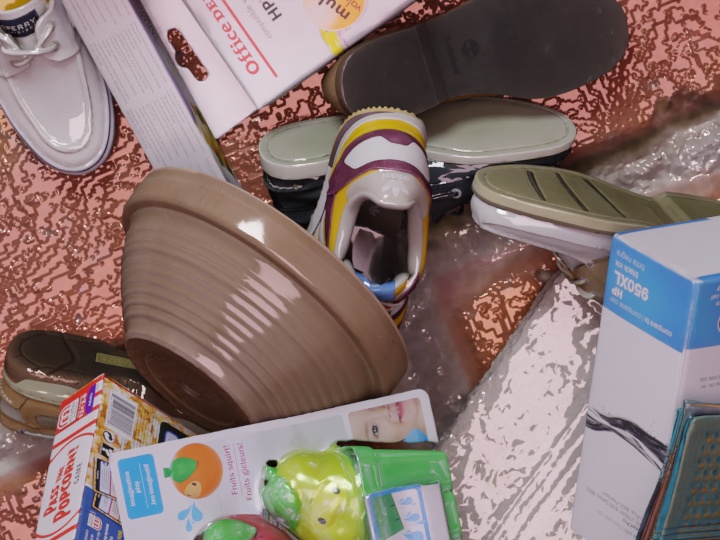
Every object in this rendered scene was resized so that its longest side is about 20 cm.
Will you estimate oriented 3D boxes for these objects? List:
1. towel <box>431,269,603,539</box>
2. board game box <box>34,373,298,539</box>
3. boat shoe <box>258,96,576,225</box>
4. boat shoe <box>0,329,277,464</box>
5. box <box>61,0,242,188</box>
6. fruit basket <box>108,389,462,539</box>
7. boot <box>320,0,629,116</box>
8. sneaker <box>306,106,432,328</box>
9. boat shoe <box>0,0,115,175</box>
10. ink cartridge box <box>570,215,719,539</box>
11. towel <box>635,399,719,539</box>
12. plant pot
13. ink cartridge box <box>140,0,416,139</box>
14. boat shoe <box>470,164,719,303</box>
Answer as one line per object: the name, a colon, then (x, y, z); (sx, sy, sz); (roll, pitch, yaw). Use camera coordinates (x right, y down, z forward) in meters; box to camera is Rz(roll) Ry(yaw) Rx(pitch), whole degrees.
towel: (0.127, 0.110, 1.755); (0.132, 0.034, 0.200); (36, 95, -1)
board game box: (-0.104, 0.177, 1.675); (0.200, 0.152, 0.046); (35, 132, -28)
boat shoe: (0.037, -0.060, 1.722); (0.198, 0.075, 0.066); (-9, 124, -9)
boat shoe: (-0.132, 0.095, 1.749); (0.199, 0.072, 0.076); (15, 122, -1)
box: (-0.128, -0.106, 1.714); (0.041, 0.039, 0.201); (-27, 105, 8)
fruit basket: (-0.034, 0.178, 1.608); (0.199, 0.094, 0.186); (-10, 88, -22)
boot: (0.069, -0.137, 1.715); (0.199, 0.075, 0.074); (-13, 97, -17)
sneaker: (0.000, 0.000, 1.666); (0.074, 0.090, 0.201); (4, 133, -4)
boat shoe: (-0.209, -0.153, 1.712); (0.071, 0.070, 0.201); (-18, 96, 3)
ink cartridge box: (0.217, 0.075, 1.670); (0.144, 0.084, 0.201); (-9, 116, -35)
towel: (0.240, 0.146, 1.653); (0.199, 0.022, 0.147); (2, 112, -42)
plant pot: (-0.077, 0.037, 1.657); (0.201, 0.201, 0.093); (39, 69, -3)
ink cartridge box: (-0.047, -0.179, 1.706); (0.200, 0.068, 0.115); (-35, 94, 6)
boat shoe: (0.154, -0.014, 1.697); (0.199, 0.075, 0.069); (11, 115, -22)
